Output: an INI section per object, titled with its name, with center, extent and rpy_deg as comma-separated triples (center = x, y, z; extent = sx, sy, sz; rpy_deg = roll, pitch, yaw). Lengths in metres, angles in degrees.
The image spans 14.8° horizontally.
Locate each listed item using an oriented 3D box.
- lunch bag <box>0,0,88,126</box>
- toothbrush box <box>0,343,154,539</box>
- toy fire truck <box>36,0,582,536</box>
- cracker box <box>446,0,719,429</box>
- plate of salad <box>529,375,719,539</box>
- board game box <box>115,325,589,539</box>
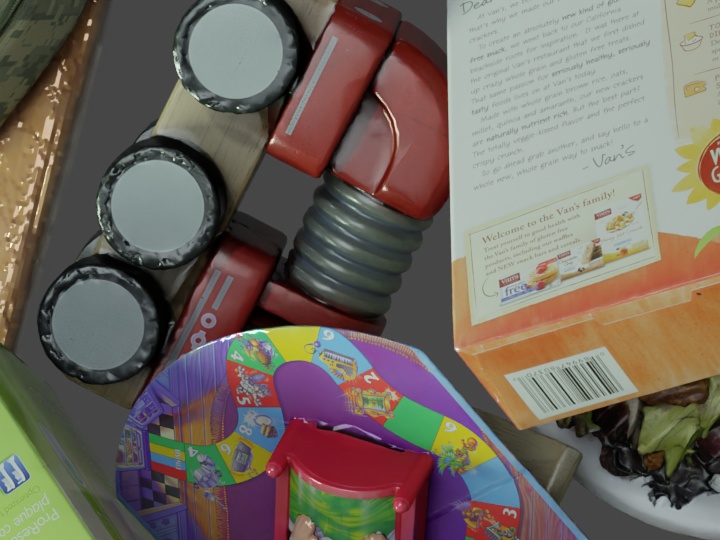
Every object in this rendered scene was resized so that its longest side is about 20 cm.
[lunch bag]
center = -0.231, -0.132, 1.081
extent = 0.200, 0.168, 0.139
rpy_deg = 42, 100, 16
[toothbrush box]
center = -0.120, 0.119, 1.022
extent = 0.086, 0.146, 0.200
rpy_deg = -36, 67, 0
[toy fire truck]
center = 0.000, 0.000, 1.037
extent = 0.200, 0.129, 0.176
rpy_deg = 27, 102, -2
[cracker box]
center = 0.102, -0.054, 0.972
extent = 0.134, 0.058, 0.200
rpy_deg = -17, 49, 21
[plate of salad]
center = 0.138, -0.001, 1.015
extent = 0.200, 0.048, 0.200
rpy_deg = -1, 87, 18
[board game box]
center = -0.002, 0.111, 0.999
extent = 0.158, 0.039, 0.200
rpy_deg = -30, 109, 37
